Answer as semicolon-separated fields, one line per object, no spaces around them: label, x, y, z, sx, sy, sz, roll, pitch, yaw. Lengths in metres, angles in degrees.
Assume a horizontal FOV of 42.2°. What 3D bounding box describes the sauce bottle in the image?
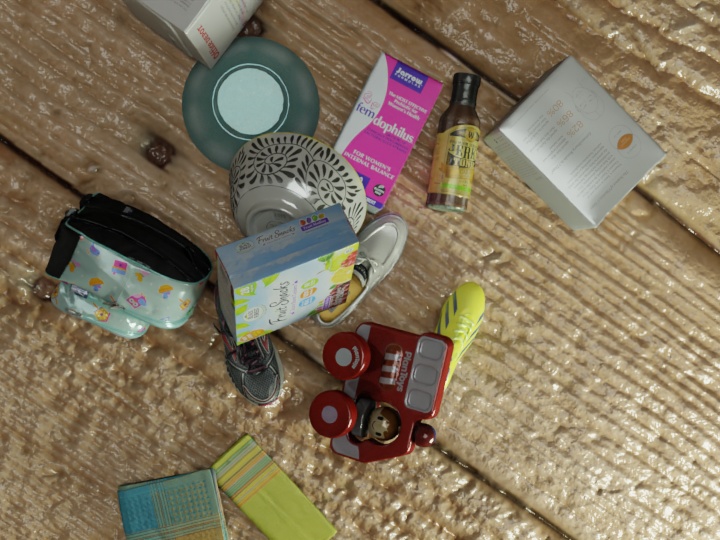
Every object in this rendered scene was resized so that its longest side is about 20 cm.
sauce bottle;0.139;-0.186;1.360;0.065;0.065;0.200;8;91;-6

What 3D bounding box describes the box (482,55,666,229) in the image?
box;0.307;-0.180;1.355;0.152;0.106;0.200;-45;94;-3

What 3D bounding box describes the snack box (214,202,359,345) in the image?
snack box;-0.097;0.009;1.207;0.169;0.200;0.068;-21;69;-15

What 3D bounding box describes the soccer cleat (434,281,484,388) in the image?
soccer cleat;0.129;0.110;1.354;0.065;0.084;0.200;30;89;-6

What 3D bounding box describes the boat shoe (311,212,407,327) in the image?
boat shoe;0.000;0.000;1.347;0.071;0.070;0.200;41;88;-5

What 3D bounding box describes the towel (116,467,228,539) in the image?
towel;-0.263;0.393;1.350;0.147;0.022;0.200;-11;94;1

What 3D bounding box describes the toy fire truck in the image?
toy fire truck;0.033;0.173;1.301;0.168;0.112;0.200;13;91;24

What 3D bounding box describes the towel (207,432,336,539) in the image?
towel;-0.130;0.337;1.370;0.086;0.018;0.200;-41;95;2

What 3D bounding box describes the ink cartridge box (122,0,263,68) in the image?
ink cartridge box;-0.216;-0.411;1.269;0.146;0.147;0.200;36;87;7

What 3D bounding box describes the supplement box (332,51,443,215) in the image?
supplement box;0.025;-0.193;1.331;0.101;0.103;0.200;26;87;-4

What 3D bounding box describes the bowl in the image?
bowl;-0.099;-0.078;1.268;0.201;0.094;0.201;10;133;11

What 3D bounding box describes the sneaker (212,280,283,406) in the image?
sneaker;-0.167;0.100;1.331;0.081;0.075;0.200;-20;94;-5

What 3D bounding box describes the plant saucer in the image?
plant saucer;-0.158;-0.240;1.343;0.201;0.039;0.201;0;91;-5

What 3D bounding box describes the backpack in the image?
backpack;-0.309;0.002;1.268;0.200;0.176;0.153;20;106;-7
